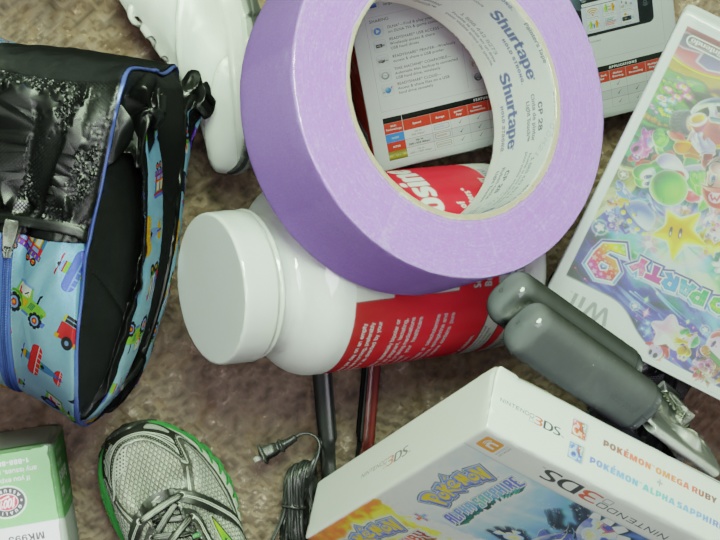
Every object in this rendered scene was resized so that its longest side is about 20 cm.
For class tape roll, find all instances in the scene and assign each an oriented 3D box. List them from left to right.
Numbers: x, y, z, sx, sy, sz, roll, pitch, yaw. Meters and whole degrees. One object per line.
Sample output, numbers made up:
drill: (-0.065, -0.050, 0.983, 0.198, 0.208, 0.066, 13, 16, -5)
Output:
tape roll: (0.036, -0.090, 1.059, 0.198, 0.065, 0.202, 6, 78, -29)

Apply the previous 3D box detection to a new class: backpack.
backpack: (-0.168, -0.022, 1.078, 0.133, 0.183, 0.202, 10, 98, 4)

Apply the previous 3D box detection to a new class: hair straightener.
hair straightener: (-0.029, 0.122, 1.204, 0.076, 0.041, 0.202, 3, 97, -5)

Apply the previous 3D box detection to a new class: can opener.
can opener: (0.131, 0.073, 1.084, 0.067, 0.054, 0.199, -43, 130, 16)

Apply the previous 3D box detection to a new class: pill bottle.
pill bottle: (0.000, 0.000, 1.125, 0.198, 0.112, 0.114, -7, 94, -32)

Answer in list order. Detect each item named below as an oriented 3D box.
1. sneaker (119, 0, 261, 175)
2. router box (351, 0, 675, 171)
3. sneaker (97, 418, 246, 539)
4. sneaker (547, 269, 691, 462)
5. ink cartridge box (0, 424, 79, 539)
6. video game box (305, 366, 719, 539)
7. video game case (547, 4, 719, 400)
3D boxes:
sneaker: (-0.101, -0.155, 1.173, 0.086, 0.075, 0.202, -11, 87, 7)
router box: (0.086, -0.169, 1.158, 0.198, 0.049, 0.181, -13, 118, -5)
sneaker: (-0.095, 0.181, 1.172, 0.078, 0.085, 0.201, -29, 94, -4)
sneaker: (0.152, 0.060, 1.182, 0.113, 0.075, 0.201, 31, 83, -28)
ink cartridge box: (-0.236, 0.206, 1.159, 0.144, 0.088, 0.202, -8, 95, -6)
video game box: (0.094, 0.144, 1.121, 0.181, 0.200, 0.047, 29, 53, -18)
video game case: (0.201, -0.029, 1.074, 0.142, 0.018, 0.201, 26, 121, 5)
